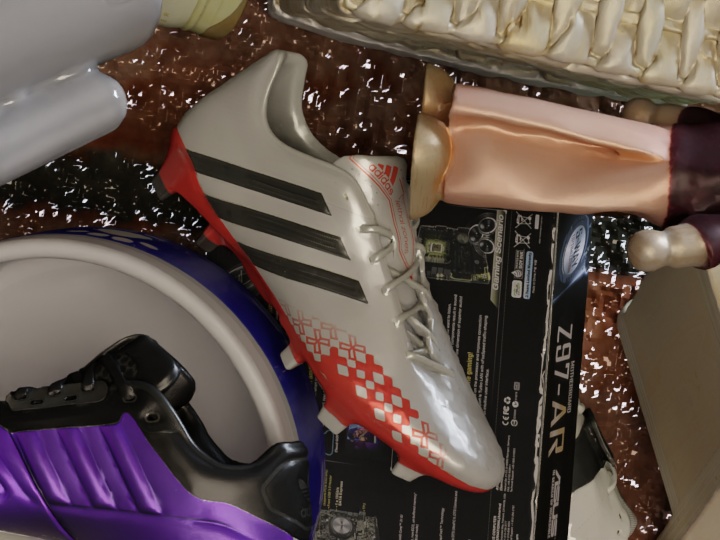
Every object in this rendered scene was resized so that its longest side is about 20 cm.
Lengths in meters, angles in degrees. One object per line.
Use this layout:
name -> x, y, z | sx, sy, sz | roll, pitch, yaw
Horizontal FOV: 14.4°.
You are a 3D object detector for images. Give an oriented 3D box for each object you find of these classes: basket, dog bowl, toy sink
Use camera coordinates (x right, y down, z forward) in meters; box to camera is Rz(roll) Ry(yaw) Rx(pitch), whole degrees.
basket -> 0.084, -0.177, 1.169 | 0.198, 0.161, 0.200 | 12, 92, -11
dog bowl -> -0.117, 0.083, 1.166 | 0.200, 0.079, 0.200 | 1, 97, 10
toy sink -> 0.191, 0.039, 1.227 | 0.130, 0.200, 0.112 | -12, 69, -10

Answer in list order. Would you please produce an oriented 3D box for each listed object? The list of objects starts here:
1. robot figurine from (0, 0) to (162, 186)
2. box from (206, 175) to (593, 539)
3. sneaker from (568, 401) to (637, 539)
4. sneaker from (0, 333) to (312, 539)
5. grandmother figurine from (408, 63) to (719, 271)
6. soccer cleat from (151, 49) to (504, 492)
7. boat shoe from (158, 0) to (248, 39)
robot figurine -> -0.155, -0.116, 1.083 | 0.200, 0.113, 0.170 | -27, 81, -20
box -> 0.010, 0.060, 1.198 | 0.160, 0.044, 0.200 | 6, 96, 24
sneaker -> 0.078, 0.087, 1.250 | 0.088, 0.074, 0.200 | -1, 98, -26
sneaker -> -0.110, 0.068, 1.094 | 0.200, 0.070, 0.100 | 18, 91, 6
grandmother figurine -> 0.121, -0.038, 1.107 | 0.200, 0.121, 0.061 | 5, 133, 3
soccer cleat -> 0.000, 0.000, 1.139 | 0.085, 0.069, 0.200 | -45, 72, 19
boat shoe -> -0.060, -0.199, 1.183 | 0.063, 0.073, 0.201 | 12, 101, -17
